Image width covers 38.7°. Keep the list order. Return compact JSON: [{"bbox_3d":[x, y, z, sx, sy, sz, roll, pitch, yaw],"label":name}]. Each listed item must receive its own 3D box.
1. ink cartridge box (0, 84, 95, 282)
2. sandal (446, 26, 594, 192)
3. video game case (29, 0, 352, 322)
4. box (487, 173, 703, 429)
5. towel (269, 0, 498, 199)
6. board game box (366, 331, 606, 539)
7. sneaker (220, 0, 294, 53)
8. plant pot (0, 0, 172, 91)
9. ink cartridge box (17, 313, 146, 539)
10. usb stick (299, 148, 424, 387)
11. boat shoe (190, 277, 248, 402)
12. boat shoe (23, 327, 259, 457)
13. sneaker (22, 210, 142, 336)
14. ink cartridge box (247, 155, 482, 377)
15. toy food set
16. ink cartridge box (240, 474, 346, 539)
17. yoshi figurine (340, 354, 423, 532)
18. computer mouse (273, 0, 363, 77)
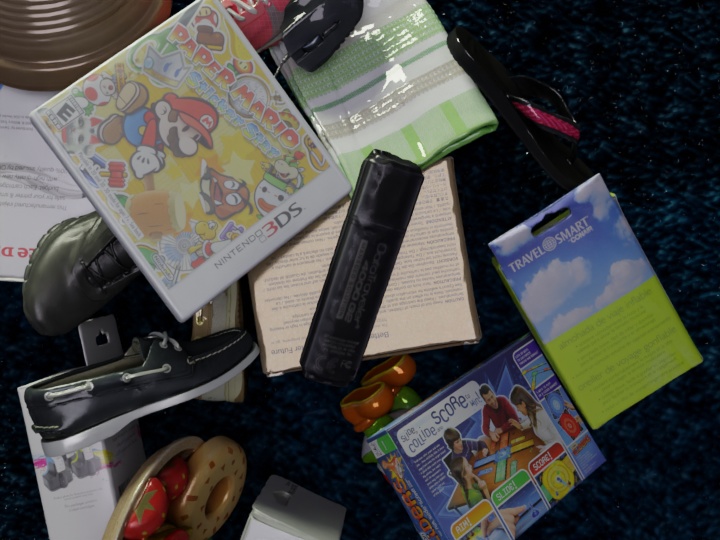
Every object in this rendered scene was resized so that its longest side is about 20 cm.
[{"bbox_3d":[-0.293,-0.092,0.924,0.142,0.084,0.204,4,92,1],"label":"ink cartridge box"},{"bbox_3d":[0.153,-0.141,0.894,0.045,0.075,0.200,-36,114,23],"label":"sandal"},{"bbox_3d":[-0.132,-0.093,0.826,0.181,0.023,0.201,-38,94,-16],"label":"video game case"},{"bbox_3d":[0.207,0.026,0.920,0.121,0.048,0.201,-32,102,2],"label":"box"},{"bbox_3d":[0.014,-0.172,0.902,0.148,0.031,0.202,-29,64,2],"label":"towel"},{"bbox_3d":[0.113,0.155,0.882,0.199,0.034,0.137,-26,83,-39],"label":"board game box"},{"bbox_3d":[-0.117,-0.212,0.891,0.074,0.087,0.200,48,109,9],"label":"sneaker"},{"bbox_3d":[-0.264,-0.259,0.869,0.197,0.093,0.203,0,58,0],"label":"plant pot"},{"bbox_3d":[-0.244,0.148,0.916,0.067,0.115,0.203,-11,91,2],"label":"ink cartridge box"},{"bbox_3d":[0.000,0.000,0.857,0.055,0.033,0.203,14,103,-18],"label":"usb stick"},{"bbox_3d":[-0.139,0.021,0.931,0.065,0.074,0.204,-3,92,-4],"label":"boat shoe"},{"bbox_3d":[-0.176,0.084,0.845,0.198,0.075,0.061,-26,104,-30],"label":"boat shoe"},{"bbox_3d":[-0.199,-0.026,0.853,0.201,0.090,0.076,-51,123,-23],"label":"sneaker"},{"bbox_3d":[-0.001,-0.004,0.926,0.197,0.075,0.168,-9,92,1],"label":"ink cartridge box"},{"bbox_3d":[-0.165,0.241,0.880,0.048,0.200,0.201,15,89,15],"label":"toy food set"},{"bbox_3d":[-0.084,0.301,0.902,0.082,0.145,0.203,21,92,1],"label":"ink cartridge box"},{"bbox_3d":[0.073,0.175,0.916,0.112,0.112,0.202,-32,98,-8],"label":"yoshi figurine"},{"bbox_3d":[-0.062,-0.175,0.875,0.201,0.034,0.059,-54,132,-9],"label":"computer mouse"}]
